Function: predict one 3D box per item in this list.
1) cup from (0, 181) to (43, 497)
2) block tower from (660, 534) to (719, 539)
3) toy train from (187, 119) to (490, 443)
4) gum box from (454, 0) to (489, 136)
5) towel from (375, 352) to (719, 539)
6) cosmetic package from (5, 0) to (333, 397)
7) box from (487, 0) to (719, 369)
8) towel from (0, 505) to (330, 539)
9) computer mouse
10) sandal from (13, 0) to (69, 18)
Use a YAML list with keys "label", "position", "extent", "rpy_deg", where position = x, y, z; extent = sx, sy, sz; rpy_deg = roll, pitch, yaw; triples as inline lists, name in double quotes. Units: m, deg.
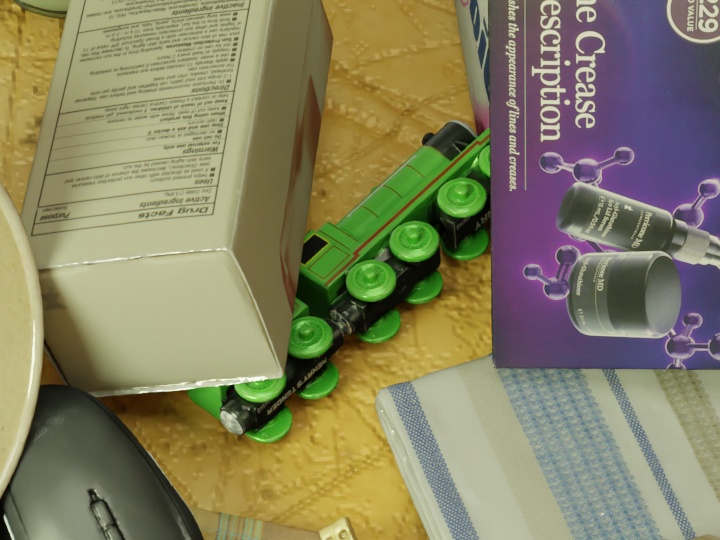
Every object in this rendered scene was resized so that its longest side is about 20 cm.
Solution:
- label: "cup"
  position: [-0.246, 0.028, 1.110]
  extent: [0.143, 0.201, 0.200]
  rpy_deg: [7, 48, 42]
- label: "block tower"
  position: [0.060, 0.160, 1.103]
  extent: [0.199, 0.054, 0.058]
  rpy_deg: [-16, 95, -20]
- label: "toy train"
  position: [0.000, 0.000, 1.249]
  extent: [0.056, 0.042, 0.200]
  rpy_deg: [32, 59, 29]
- label: "gum box"
  position: [0.080, -0.157, 1.314]
  extent: [0.066, 0.114, 0.201]
  rpy_deg: [-4, 57, -7]
- label: "towel"
  position: [0.118, 0.086, 1.208]
  extent: [0.199, 0.024, 0.147]
  rpy_deg: [-15, 56, -16]
- label: "cosmetic package"
  position: [-0.077, -0.052, 1.223]
  extent: [0.103, 0.087, 0.201]
  rpy_deg: [-5, 48, 16]
- label: "box"
  position: [0.123, -0.061, 1.185]
  extent: [0.140, 0.201, 0.079]
  rpy_deg: [-1, 32, 3]
- label: "towel"
  position: [-0.118, 0.152, 1.149]
  extent: [0.199, 0.022, 0.147]
  rpy_deg: [12, 57, 1]
- label: "computer mouse"
  position: [-0.071, 0.110, 1.140]
  extent: [0.140, 0.046, 0.201]
  rpy_deg: [-19, 61, -16]
- label: "sandal"
  position: [-0.078, -0.177, 1.349]
  extent: [0.200, 0.057, 0.080]
  rpy_deg: [-24, 61, -19]
